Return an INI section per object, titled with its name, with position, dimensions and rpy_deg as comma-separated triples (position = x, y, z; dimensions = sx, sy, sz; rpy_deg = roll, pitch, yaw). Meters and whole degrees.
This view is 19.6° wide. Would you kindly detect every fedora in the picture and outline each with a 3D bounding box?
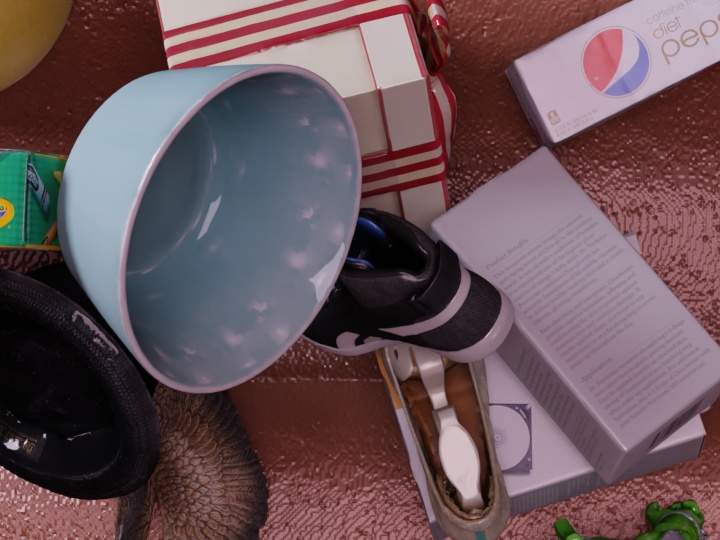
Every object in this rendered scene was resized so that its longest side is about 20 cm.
[fedora]
position = -0.189, 0.052, 1.328
dimensions = 0.201, 0.201, 0.092
rpy_deg = 44, 50, -1

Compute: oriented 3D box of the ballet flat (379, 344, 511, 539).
[ballet flat]
position = 0.057, 0.085, 1.390
dimensions = 0.067, 0.062, 0.201
rpy_deg = -19, 71, 0

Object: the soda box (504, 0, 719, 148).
[soda box]
position = 0.207, -0.161, 1.498
dimensions = 0.199, 0.064, 0.068
rpy_deg = -27, 89, -4

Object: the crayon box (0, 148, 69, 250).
[crayon box]
position = -0.226, -0.043, 1.289
dimensions = 0.118, 0.200, 0.059
rpy_deg = 3, 90, 11

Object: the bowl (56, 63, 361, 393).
[bowl]
position = -0.102, -0.038, 1.238
dimensions = 0.105, 0.201, 0.202
rpy_deg = 23, 87, 36

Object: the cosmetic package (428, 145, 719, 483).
[cosmetic package]
position = 0.142, 0.029, 1.387
dimensions = 0.101, 0.071, 0.200
rpy_deg = -34, 73, -17

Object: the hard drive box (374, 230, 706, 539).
[hard drive box]
position = 0.121, 0.081, 1.458
dimensions = 0.199, 0.077, 0.157
rpy_deg = -18, 72, -1

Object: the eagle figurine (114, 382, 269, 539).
[eagle figurine]
position = -0.150, 0.131, 1.449
dimensions = 0.151, 0.151, 0.201
rpy_deg = -27, 79, -13

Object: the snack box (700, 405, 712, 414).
[snack box]
position = 0.149, 0.108, 1.508
dimensions = 0.199, 0.024, 0.072
rpy_deg = -24, 86, -3

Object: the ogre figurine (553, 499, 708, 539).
[ogre figurine]
position = 0.155, 0.220, 1.459
dimensions = 0.199, 0.120, 0.099
rpy_deg = -6, 88, -2

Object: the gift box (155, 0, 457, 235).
[gift box]
position = -0.031, -0.134, 1.411
dimensions = 0.186, 0.185, 0.201
rpy_deg = -13, 58, 0

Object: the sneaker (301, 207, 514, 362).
[sneaker]
position = 0.000, 0.000, 1.360
dimensions = 0.112, 0.199, 0.073
rpy_deg = 42, 64, -35

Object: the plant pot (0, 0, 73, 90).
[plant pot]
position = -0.301, -0.220, 1.438
dimensions = 0.199, 0.142, 0.201
rpy_deg = 0, 89, -3
